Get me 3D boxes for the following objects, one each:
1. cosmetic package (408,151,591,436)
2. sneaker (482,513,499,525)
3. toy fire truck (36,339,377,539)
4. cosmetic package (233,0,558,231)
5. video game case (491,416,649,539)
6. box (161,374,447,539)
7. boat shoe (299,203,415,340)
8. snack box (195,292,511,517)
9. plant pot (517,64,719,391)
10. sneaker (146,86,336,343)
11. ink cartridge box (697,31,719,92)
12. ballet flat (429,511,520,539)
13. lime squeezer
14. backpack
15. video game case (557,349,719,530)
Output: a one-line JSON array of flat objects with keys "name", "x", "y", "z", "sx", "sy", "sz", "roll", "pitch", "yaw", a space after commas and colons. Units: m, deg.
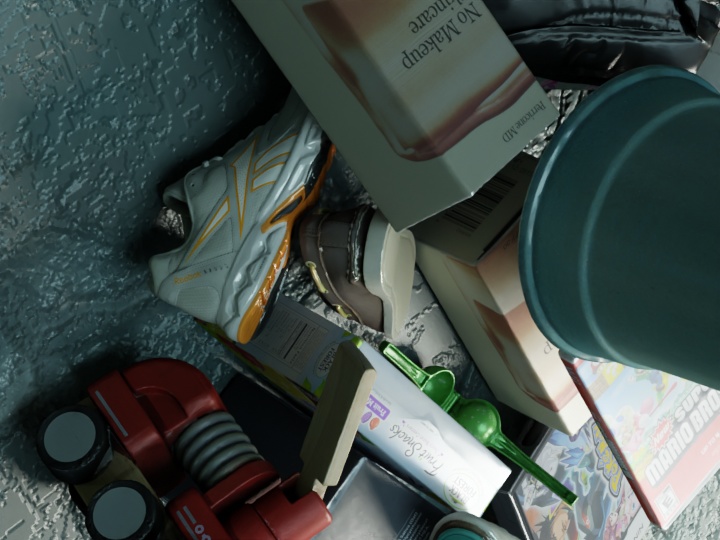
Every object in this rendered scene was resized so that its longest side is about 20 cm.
[{"name": "cosmetic package", "x": 0.122, "y": 0.013, "z": 1.712, "sx": 0.103, "sy": 0.087, "sz": 0.200, "roll": -48, "pitch": 134, "yaw": -15}, {"name": "sneaker", "x": 0.045, "y": 0.277, "z": 1.790, "sx": 0.200, "sy": 0.074, "sz": 0.081, "roll": -39, "pitch": 135, "yaw": -18}, {"name": "toy fire truck", "x": -0.084, "y": 0.114, "z": 1.484, "sx": 0.199, "sy": 0.176, "sz": 0.129, "roll": -34, "pitch": 151, "yaw": -7}, {"name": "cosmetic package", "x": 0.017, "y": -0.140, "z": 1.458, "sx": 0.103, "sy": 0.087, "sz": 0.201, "roll": -43, "pitch": 101, "yaw": -35}, {"name": "video game case", "x": 0.173, "y": 0.173, "z": 1.843, "sx": 0.181, "sy": 0.025, "sz": 0.201, "roll": -54, "pitch": 139, "yaw": -34}, {"name": "box", "x": -0.015, "y": 0.180, "z": 1.631, "sx": 0.105, "sy": 0.148, "sz": 0.200, "roll": -55, "pitch": 136, "yaw": -5}, {"name": "boat shoe", "x": 0.000, "y": 0.000, "z": 1.583, "sx": 0.200, "sy": 0.059, "sz": 0.073, "roll": 61, "pitch": 38, "yaw": -77}, {"name": "snack box", "x": -0.003, "y": 0.086, "z": 1.598, "sx": 0.053, "sy": 0.142, "sz": 0.200, "roll": -54, "pitch": 135, "yaw": -6}, {"name": "plant pot", "x": 0.236, "y": -0.007, "z": 1.467, "sx": 0.199, "sy": 0.196, "sz": 0.202, "roll": -16, "pitch": 117, "yaw": -34}, {"name": "sneaker", "x": -0.075, "y": -0.059, "z": 1.515, "sx": 0.076, "sy": 0.091, "sz": 0.201, "roll": 93, "pitch": 18, "yaw": -66}, {"name": "ink cartridge box", "x": 0.227, "y": -0.053, "z": 1.659, "sx": 0.200, "sy": 0.084, "sz": 0.145, "roll": -42, "pitch": 132, "yaw": -23}, {"name": "ballet flat", "x": 0.091, "y": 0.220, "z": 1.606, "sx": 0.069, "sy": 0.069, "sz": 0.201, "roll": -35, "pitch": 134, "yaw": -24}, {"name": "lime squeezer", "x": 0.079, "y": 0.102, "z": 1.719, "sx": 0.200, "sy": 0.070, "sz": 0.038, "roll": 40, "pitch": 70, "yaw": -22}, {"name": "backpack", "x": 0.142, "y": -0.197, "z": 1.572, "sx": 0.198, "sy": 0.127, "sz": 0.168, "roll": 7, "pitch": 116, "yaw": -15}, {"name": "video game case", "x": 0.219, "y": 0.071, "z": 1.635, "sx": 0.143, "sy": 0.017, "sz": 0.200, "roll": -46, "pitch": 133, "yaw": -15}]
